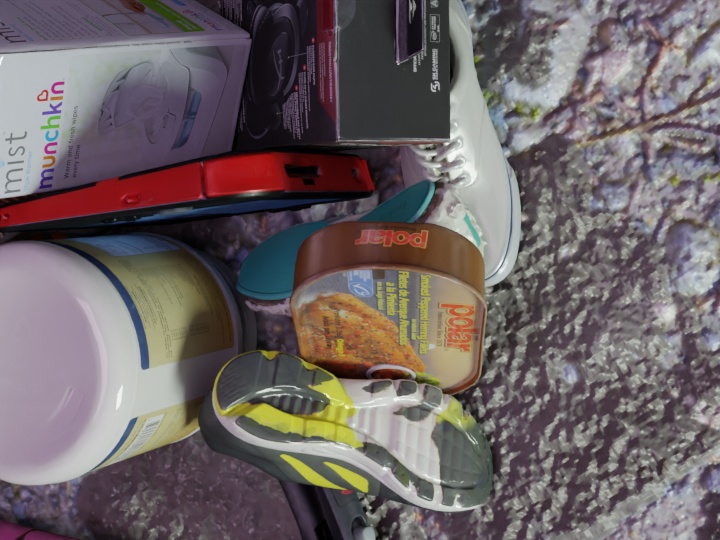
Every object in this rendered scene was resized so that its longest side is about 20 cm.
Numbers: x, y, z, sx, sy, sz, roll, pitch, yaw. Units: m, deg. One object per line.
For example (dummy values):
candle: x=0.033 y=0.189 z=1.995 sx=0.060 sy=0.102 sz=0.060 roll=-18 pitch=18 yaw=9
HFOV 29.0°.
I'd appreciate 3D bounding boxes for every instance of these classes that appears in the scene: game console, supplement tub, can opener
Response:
game console: x=-0.099 y=-0.043 z=0.859 sx=0.177 sy=0.200 sz=0.031 roll=-11 pitch=88 yaw=22
supplement tub: x=-0.163 y=0.049 z=0.889 sx=0.144 sy=0.200 sz=0.145 roll=1 pitch=94 yaw=21
can opener: x=-0.025 y=0.156 z=0.919 sx=0.063 sy=0.079 sz=0.200 roll=-22 pitch=76 yaw=29

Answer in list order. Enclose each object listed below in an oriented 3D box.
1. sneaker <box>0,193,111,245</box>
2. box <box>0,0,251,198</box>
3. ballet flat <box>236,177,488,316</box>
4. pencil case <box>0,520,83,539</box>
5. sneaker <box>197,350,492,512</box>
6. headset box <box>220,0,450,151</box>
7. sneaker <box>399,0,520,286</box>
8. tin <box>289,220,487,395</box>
sneaker: x=-0.234 y=-0.028 z=0.917 sx=0.080 sy=0.200 sz=0.071 roll=-42 pitch=81 yaw=27
box: x=-0.200 y=-0.136 z=0.866 sx=0.200 sy=0.176 sz=0.097 roll=35 pitch=125 yaw=37
ballet flat: x=0.000 y=0.000 z=0.878 sx=0.200 sy=0.072 sz=0.072 roll=-17 pitch=86 yaw=47
pencil case: x=-0.222 y=0.235 z=0.987 sx=0.200 sy=0.091 sz=0.094 roll=6 pitch=60 yaw=23
sneaker: x=-0.010 y=0.103 z=0.880 sx=0.085 sy=0.200 sz=0.075 roll=-34 pitch=37 yaw=57
headset box: x=-0.016 y=-0.146 z=0.828 sx=0.200 sy=0.077 sz=0.149 roll=4 pitch=96 yaw=63
sneaker: x=0.047 y=-0.085 z=0.868 sx=0.073 sy=0.071 sz=0.200 roll=-16 pitch=88 yaw=22
tin: x=0.019 y=0.028 z=0.828 sx=0.112 sy=0.200 sz=0.042 roll=6 pitch=64 yaw=4
